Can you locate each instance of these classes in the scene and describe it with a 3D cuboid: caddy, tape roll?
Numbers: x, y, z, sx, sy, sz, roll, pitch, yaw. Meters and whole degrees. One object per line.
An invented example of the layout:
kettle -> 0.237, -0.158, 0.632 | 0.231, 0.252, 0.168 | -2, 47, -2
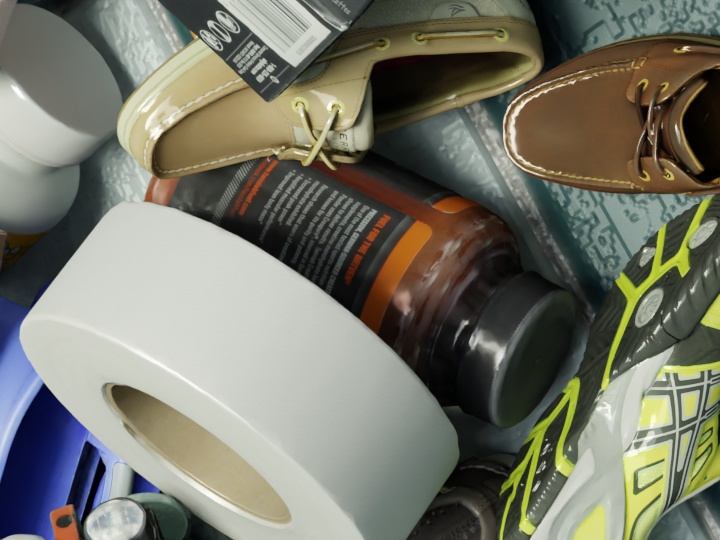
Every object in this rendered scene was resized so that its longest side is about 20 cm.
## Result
caddy -> -0.157, 0.099, 1.360 | 0.105, 0.141, 0.200 | 28, 111, 28
tape roll -> -0.056, 0.058, 1.232 | 0.202, 0.202, 0.071 | 27, 70, 25

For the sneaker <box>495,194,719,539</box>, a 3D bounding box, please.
sneaker -> 0.139, 0.053, 1.226 | 0.076, 0.075, 0.200 | 28, 106, -14

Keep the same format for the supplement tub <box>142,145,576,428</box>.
supplement tub -> 0.000, 0.000, 1.270 | 0.200, 0.107, 0.107 | 27, 110, 26

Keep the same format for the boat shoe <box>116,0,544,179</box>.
boat shoe -> -0.011, -0.084, 1.227 | 0.200, 0.074, 0.066 | -24, 61, -7

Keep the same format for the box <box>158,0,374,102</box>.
box -> -0.002, -0.188, 1.160 | 0.106, 0.200, 0.122 | 42, 161, -6

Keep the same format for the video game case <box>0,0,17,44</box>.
video game case -> -0.245, -0.178, 1.347 | 0.182, 0.022, 0.200 | 6, 59, 15

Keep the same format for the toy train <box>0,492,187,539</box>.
toy train -> -0.122, 0.189, 1.327 | 0.114, 0.200, 0.085 | -18, 48, -3

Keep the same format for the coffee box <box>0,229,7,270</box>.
coffee box -> -0.274, 0.012, 1.311 | 0.200, 0.080, 0.113 | 16, 98, 37

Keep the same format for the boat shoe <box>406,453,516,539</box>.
boat shoe -> 0.008, 0.162, 1.315 | 0.200, 0.060, 0.072 | -42, 76, 28

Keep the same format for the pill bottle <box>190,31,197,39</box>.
pill bottle -> -0.066, -0.207, 1.277 | 0.112, 0.112, 0.200 | -32, 81, 30

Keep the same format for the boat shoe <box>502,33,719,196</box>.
boat shoe -> 0.147, -0.068, 1.194 | 0.200, 0.068, 0.072 | -1, 96, 31

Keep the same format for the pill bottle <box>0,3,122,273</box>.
pill bottle -> -0.216, -0.044, 1.391 | 0.200, 0.113, 0.113 | -39, 77, 29
